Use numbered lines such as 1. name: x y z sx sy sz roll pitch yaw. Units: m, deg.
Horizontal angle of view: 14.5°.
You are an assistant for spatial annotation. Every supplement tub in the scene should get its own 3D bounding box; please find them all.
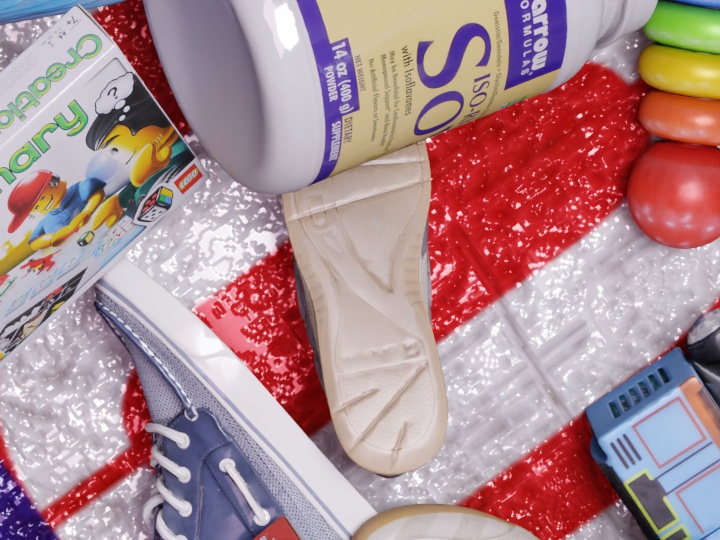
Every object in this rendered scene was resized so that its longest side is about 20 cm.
1. supplement tub: 0.018 -0.130 1.255 0.199 0.145 0.146 -22 97 -20

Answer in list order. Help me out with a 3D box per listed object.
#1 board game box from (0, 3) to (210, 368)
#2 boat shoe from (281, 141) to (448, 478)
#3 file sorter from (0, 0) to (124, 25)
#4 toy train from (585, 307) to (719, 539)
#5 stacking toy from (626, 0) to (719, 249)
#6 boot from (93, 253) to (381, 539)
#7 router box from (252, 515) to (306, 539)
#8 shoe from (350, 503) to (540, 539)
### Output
1. board game box: -0.167 -0.012 1.240 0.200 0.126 0.035 -43 60 -5
2. boat shoe: 0.000 0.000 1.319 0.072 0.065 0.201 -7 77 -11
3. file sorter: -0.175 -0.169 1.205 0.122 0.200 0.139 -10 95 10
4. toy train: 0.196 0.116 1.342 0.114 0.087 0.200 -33 99 7
5. stacking toy: 0.161 -0.110 1.326 0.085 0.085 0.201 7 101 -6
6. boot: -0.074 0.091 1.313 0.090 0.073 0.200 -43 98 -7
7. router box: 0.025 0.225 1.253 0.049 0.180 0.200 -37 119 -2
8. shoe: 0.085 0.163 1.321 0.199 0.053 0.070 24 91 -23
